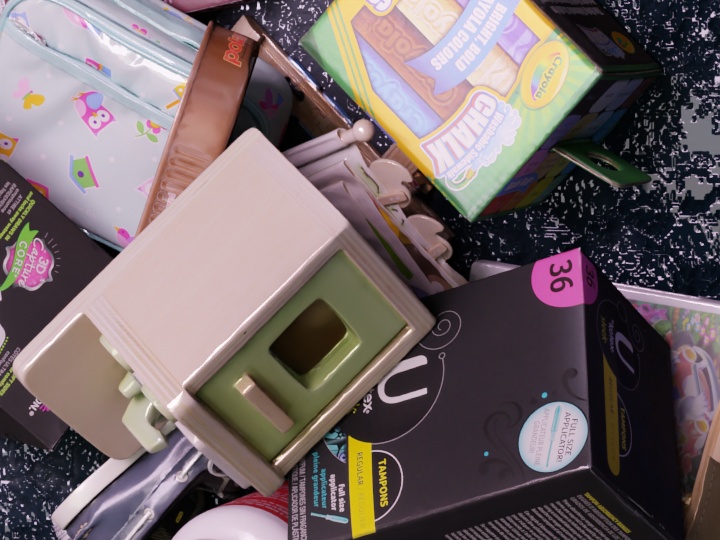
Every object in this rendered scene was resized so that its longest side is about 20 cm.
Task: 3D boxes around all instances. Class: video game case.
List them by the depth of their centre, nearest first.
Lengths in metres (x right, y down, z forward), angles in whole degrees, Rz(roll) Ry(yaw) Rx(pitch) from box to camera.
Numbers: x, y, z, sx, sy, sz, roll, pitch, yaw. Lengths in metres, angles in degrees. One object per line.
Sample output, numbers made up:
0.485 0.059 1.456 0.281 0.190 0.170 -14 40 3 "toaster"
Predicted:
0.154 0.080 1.653 0.199 0.018 0.144 10 100 23 "video game case"

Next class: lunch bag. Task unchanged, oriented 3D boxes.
-0.151 -0.100 1.698 0.199 0.077 0.161 28 127 1 "lunch bag"

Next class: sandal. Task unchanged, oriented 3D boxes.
0.196 0.150 1.610 0.070 0.077 0.213 29 101 50 "sandal"

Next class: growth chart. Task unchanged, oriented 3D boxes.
0.000 0.000 1.650 0.144 0.018 0.201 -12 122 32 "growth chart"

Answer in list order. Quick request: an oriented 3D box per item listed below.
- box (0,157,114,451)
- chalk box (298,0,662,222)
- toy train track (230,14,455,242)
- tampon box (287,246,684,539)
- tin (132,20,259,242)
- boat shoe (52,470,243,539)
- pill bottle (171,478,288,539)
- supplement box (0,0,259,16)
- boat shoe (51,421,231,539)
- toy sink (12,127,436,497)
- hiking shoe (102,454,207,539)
-0.257 0.001 1.691 0.200 0.148 0.125 44 72 -25 "box"
0.088 -0.113 1.604 0.200 0.125 0.124 48 111 13 "chalk box"
-0.019 -0.085 1.704 0.200 0.032 0.115 47 111 14 "toy train track"
0.073 0.103 1.582 0.199 0.126 0.151 -19 52 25 "tampon box"
-0.105 -0.051 1.596 0.042 0.112 0.201 21 119 0 "tin"
-0.101 0.125 1.713 0.200 0.070 0.066 -37 88 -13 "boat shoe"
-0.056 0.193 1.658 0.112 0.200 0.113 2 96 23 "pill bottle"
-0.159 -0.209 1.737 0.199 0.061 0.110 -9 93 25 "supplement box"
-0.097 0.109 1.647 0.200 0.075 0.062 -40 86 -9 "boat shoe"
-0.076 0.045 1.539 0.200 0.130 0.112 -44 52 -1 "toy sink"
-0.156 0.193 1.757 0.075 0.101 0.201 9 99 22 "hiking shoe"
